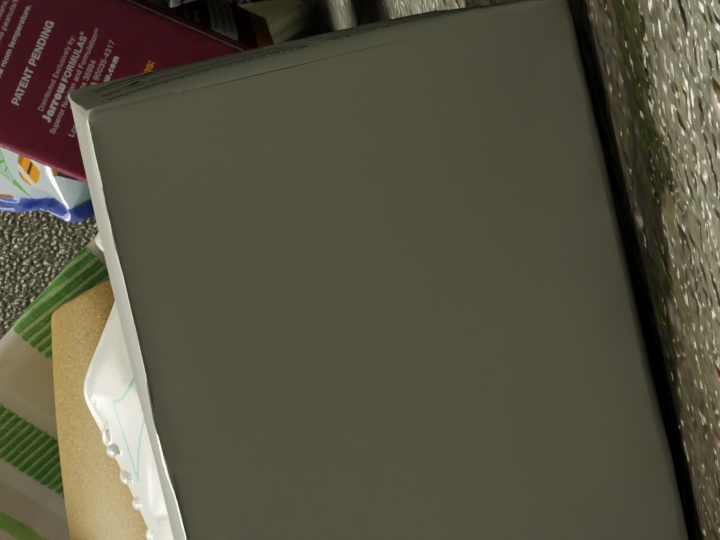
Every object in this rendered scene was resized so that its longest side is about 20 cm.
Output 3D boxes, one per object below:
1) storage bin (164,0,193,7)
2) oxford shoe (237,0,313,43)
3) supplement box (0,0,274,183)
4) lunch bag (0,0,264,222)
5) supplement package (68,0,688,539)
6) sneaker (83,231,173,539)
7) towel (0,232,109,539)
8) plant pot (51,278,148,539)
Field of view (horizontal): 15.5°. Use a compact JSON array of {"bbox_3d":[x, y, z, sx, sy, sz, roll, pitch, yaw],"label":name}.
[{"bbox_3d":[-0.066,-0.208,1.170,0.200,0.093,0.136,-119,16,-69],"label":"storage bin"},{"bbox_3d":[-0.060,-0.112,1.401,0.200,0.075,0.058,-97,0,-84],"label":"oxford shoe"},{"bbox_3d":[-0.144,-0.104,1.170,0.110,0.199,0.086,-111,45,-74],"label":"supplement box"},{"bbox_3d":[-0.133,-0.140,1.529,0.124,0.200,0.171,11,118,47],"label":"lunch bag"},{"bbox_3d":[-0.001,0.021,0.847,0.200,0.146,0.192,-148,44,-81],"label":"supplement package"},{"bbox_3d":[-0.060,0.066,0.998,0.070,0.080,0.201,16,-107,-68],"label":"sneaker"},{"bbox_3d":[-0.124,0.075,1.201,0.152,0.200,0.023,38,-170,-41],"label":"towel"},{"bbox_3d":[-0.048,0.092,1.105,0.186,0.186,0.201,122,125,-81],"label":"plant pot"}]
